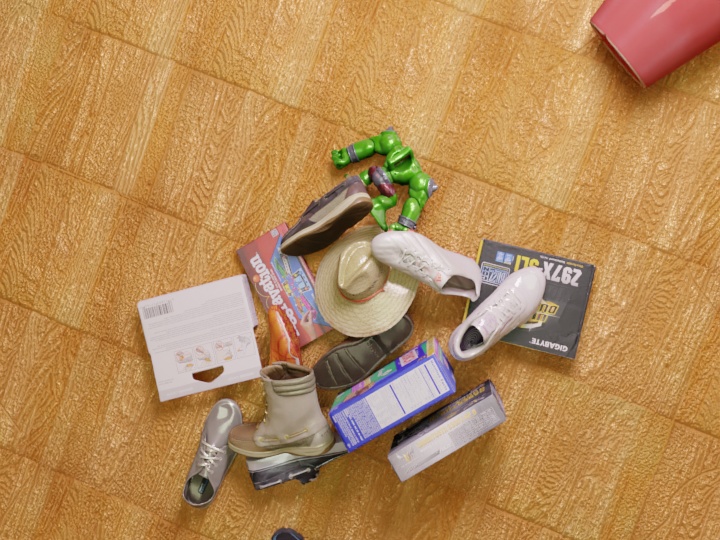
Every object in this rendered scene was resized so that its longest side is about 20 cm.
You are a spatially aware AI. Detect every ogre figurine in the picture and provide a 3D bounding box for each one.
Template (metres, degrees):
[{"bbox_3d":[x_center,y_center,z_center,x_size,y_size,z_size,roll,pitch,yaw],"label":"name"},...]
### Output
[{"bbox_3d":[0.048,-0.150,1.559,0.119,0.098,0.201,-38,51,5],"label":"ogre figurine"}]

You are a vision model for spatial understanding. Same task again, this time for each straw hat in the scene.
[{"bbox_3d":[0.000,0.000,1.546,0.196,0.085,0.206,-6,69,16],"label":"straw hat"}]

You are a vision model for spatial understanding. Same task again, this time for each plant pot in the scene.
[{"bbox_3d":[0.470,-0.399,1.469,0.177,0.200,0.201,-42,87,16],"label":"plant pot"}]

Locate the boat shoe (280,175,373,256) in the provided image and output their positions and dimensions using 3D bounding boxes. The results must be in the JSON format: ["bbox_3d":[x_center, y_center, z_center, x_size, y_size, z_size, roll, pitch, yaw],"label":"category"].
[{"bbox_3d":[-0.059,-0.088,1.559,0.198,0.073,0.066,-30,61,31],"label":"boat shoe"}]

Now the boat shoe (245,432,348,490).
[{"bbox_3d":[-0.097,0.331,1.607,0.196,0.072,0.069,-16,96,4],"label":"boat shoe"}]

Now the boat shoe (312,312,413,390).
[{"bbox_3d":[0.006,0.136,1.593,0.197,0.068,0.073,-30,97,5],"label":"boat shoe"}]

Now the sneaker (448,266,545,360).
[{"bbox_3d":[0.223,0.076,1.502,0.075,0.100,0.200,45,95,5],"label":"sneaker"}]

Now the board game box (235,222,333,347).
[{"bbox_3d":[-0.128,0.031,1.628,0.102,0.019,0.203,-28,89,8],"label":"board game box"}]

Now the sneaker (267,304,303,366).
[{"bbox_3d":[-0.133,0.158,1.589,0.075,0.073,0.205,-11,104,3],"label":"sneaker"}]

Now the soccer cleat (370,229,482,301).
[{"bbox_3d":[0.109,-0.008,1.501,0.196,0.078,0.070,18,129,-17],"label":"soccer cleat"}]

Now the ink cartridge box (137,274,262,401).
[{"bbox_3d":[-0.274,0.117,1.634,0.196,0.045,0.180,-14,89,7],"label":"ink cartridge box"}]

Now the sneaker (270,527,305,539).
[{"bbox_3d":[-0.075,0.521,1.605,0.197,0.082,0.074,29,93,4],"label":"sneaker"}]

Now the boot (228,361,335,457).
[{"bbox_3d":[-0.148,0.230,1.559,0.196,0.072,0.158,-4,116,24],"label":"boot"}]

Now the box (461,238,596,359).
[{"bbox_3d":[0.279,0.046,1.567,0.196,0.049,0.163,14,92,6],"label":"box"}]

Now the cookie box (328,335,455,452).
[{"bbox_3d":[0.055,0.199,1.537,0.197,0.171,0.076,-30,92,6],"label":"cookie box"}]

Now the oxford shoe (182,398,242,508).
[{"bbox_3d":[-0.257,0.324,1.633,0.074,0.058,0.204,21,92,8],"label":"oxford shoe"}]

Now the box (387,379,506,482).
[{"bbox_3d":[0.142,0.259,1.534,0.198,0.158,0.049,-32,88,7],"label":"box"}]
